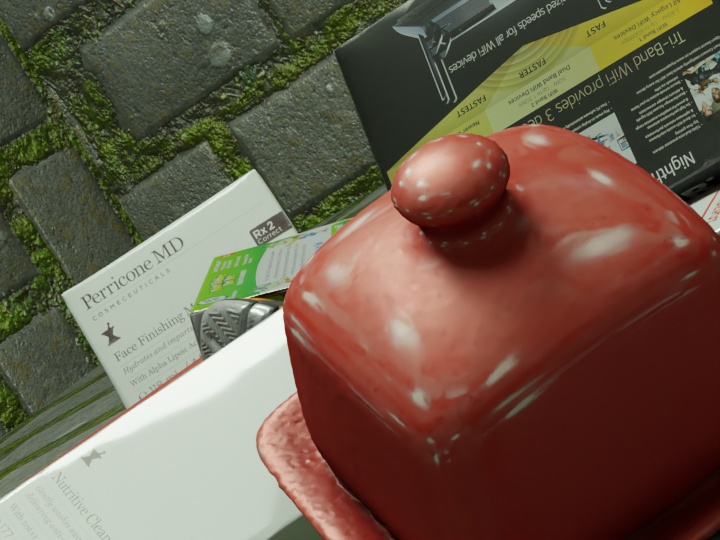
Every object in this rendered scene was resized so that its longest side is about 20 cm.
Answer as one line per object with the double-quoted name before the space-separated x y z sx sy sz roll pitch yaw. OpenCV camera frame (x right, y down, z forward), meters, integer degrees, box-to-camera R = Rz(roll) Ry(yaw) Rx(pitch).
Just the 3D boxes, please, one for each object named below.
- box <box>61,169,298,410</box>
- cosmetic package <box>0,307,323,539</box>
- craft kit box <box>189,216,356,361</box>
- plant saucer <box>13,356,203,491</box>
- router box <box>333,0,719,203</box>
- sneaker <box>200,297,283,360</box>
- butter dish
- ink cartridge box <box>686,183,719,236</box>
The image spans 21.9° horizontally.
"box" -0.125 0.041 1.605 0.198 0.131 0.200 -33 -15 -3
"cosmetic package" -0.065 0.114 0.870 0.200 0.113 0.081 -37 -38 -18
"craft kit box" 0.000 0.000 1.141 0.196 0.049 0.200 -13 9 2
"plant saucer" -0.093 0.118 1.055 0.199 0.037 0.199 -35 33 -26
"router box" 0.100 -0.088 0.918 0.199 0.158 0.052 -30 -20 26
"sneaker" 0.013 0.053 1.010 0.199 0.078 0.112 21 32 32
"butter dish" 0.054 0.015 0.690 0.199 0.148 0.199 -34 35 -11
"ink cartridge box" 0.144 0.016 0.841 0.199 0.068 0.116 -31 6 26
